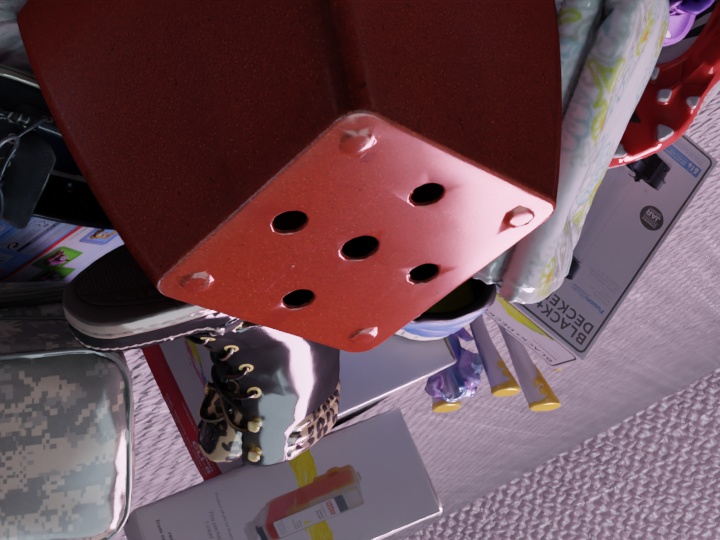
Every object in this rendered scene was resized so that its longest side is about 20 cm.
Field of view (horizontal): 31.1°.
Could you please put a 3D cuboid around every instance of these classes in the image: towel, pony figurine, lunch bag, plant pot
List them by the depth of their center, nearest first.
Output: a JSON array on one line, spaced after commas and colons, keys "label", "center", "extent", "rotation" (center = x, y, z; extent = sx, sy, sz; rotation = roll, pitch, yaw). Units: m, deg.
[{"label": "plant pot", "center": [-0.020, -0.079, 0.608], "extent": [0.200, 0.177, 0.200], "rotation": [21, 132, -41]}, {"label": "towel", "center": [0.122, -0.079, 0.721], "extent": [0.171, 0.048, 0.201], "rotation": [-13, 123, -76]}, {"label": "lunch bag", "center": [-0.244, 0.076, 0.781], "extent": [0.199, 0.168, 0.140], "rotation": [-4, 110, -18]}, {"label": "pony figurine", "center": [0.090, 0.018, 1.115], "extent": [0.192, 0.201, 0.167], "rotation": [2, 157, -25]}]

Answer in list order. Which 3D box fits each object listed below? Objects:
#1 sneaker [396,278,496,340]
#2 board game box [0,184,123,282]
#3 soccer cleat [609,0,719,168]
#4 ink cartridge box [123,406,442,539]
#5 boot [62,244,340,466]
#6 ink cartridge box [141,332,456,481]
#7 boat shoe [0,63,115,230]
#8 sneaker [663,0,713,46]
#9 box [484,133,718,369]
[{"label": "sneaker", "center": [0.000, 0.000, 0.846], "extent": [0.199, 0.079, 0.089], "rotation": [6, 167, -24]}, {"label": "board game box", "center": [-0.154, -0.034, 0.844], "extent": [0.151, 0.037, 0.200], "rotation": [-33, 159, 18]}, {"label": "soccer cleat", "center": [0.237, -0.144, 0.968], "extent": [0.200, 0.069, 0.085], "rotation": [-42, 174, 2]}, {"label": "ink cartridge box", "center": [-0.061, 0.177, 0.927], "extent": [0.199, 0.084, 0.145], "rotation": [-19, 171, -18]}, {"label": "boot", "center": [-0.076, 0.047, 0.743], "extent": [0.200, 0.073, 0.151], "rotation": [-22, 133, -39]}, {"label": "ink cartridge box", "center": [-0.054, 0.054, 0.971], "extent": [0.145, 0.145, 0.200], "rotation": [-22, 171, -30]}, {"label": "boat shoe", "center": [-0.180, -0.060, 0.665], "extent": [0.199, 0.062, 0.075], "rotation": [9, 138, -34]}, {"label": "sneaker", "center": [0.194, -0.186, 0.826], "extent": [0.080, 0.084, 0.200], "rotation": [-28, 162, 5]}, {"label": "box", "center": [0.171, -0.037, 0.996], "extent": [0.200, 0.117, 0.060], "rotation": [-51, -175, -16]}]
